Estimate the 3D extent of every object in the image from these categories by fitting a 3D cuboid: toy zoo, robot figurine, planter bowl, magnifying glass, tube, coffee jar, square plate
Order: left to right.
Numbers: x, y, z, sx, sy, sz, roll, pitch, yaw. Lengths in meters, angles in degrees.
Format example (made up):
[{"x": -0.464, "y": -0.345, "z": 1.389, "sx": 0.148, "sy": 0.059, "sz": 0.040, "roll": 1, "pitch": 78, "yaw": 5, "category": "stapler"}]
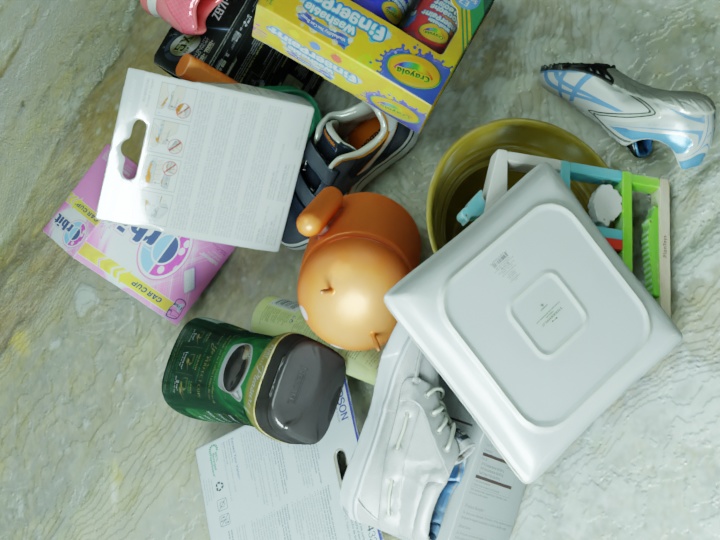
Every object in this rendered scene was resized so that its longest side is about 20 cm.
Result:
[{"x": -0.115, "y": -0.176, "z": 1.341, "sx": 0.022, "sy": 0.199, "sz": 0.080, "roll": 35, "pitch": 96, "yaw": 45, "category": "magnifying glass"}, {"x": -0.105, "y": 0.109, "z": 1.263, "sx": 0.199, "sy": 0.085, "sz": 0.105, "roll": 7, "pitch": 72, "yaw": 47, "category": "coffee jar"}, {"x": -0.024, "y": 0.074, "z": 1.286, "sx": 0.198, "sy": 0.052, "sz": 0.059, "roll": 15, "pitch": 86, "yaw": 36, "category": "tube"}, {"x": -0.001, "y": -0.001, "z": 1.224, "sx": 0.115, "sy": 0.201, "sz": 0.145, "roll": 3, "pitch": 118, "yaw": 4, "category": "robot figurine"}, {"x": 0.142, "y": -0.031, "z": 1.166, "sx": 0.083, "sy": 0.198, "sz": 0.203, "roll": 135, "pitch": 142, "yaw": -68, "category": "planter bowl"}, {"x": 0.151, "y": 0.039, "z": 1.068, "sx": 0.199, "sy": 0.028, "sz": 0.199, "roll": -39, "pitch": 92, "yaw": -18, "category": "square plate"}, {"x": 0.179, "y": -0.032, "z": 1.121, "sx": 0.020, "sy": 0.197, "sz": 0.133, "roll": 133, "pitch": 142, "yaw": -68, "category": "toy zoo"}]

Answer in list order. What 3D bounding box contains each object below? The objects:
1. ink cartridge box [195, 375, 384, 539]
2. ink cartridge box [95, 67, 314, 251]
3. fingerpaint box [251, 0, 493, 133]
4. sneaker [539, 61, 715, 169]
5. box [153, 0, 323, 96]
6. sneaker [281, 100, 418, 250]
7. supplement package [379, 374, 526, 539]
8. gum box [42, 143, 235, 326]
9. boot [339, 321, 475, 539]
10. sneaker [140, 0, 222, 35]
[{"x": -0.065, "y": 0.234, "z": 1.262, "sx": 0.199, "sy": 0.043, "sz": 0.198, "roll": -27, "pitch": 59, "yaw": 22, "category": "ink cartridge box"}, {"x": -0.160, "y": -0.114, "z": 1.301, "sx": 0.047, "sy": 0.198, "sz": 0.162, "roll": -130, "pitch": 53, "yaw": -63, "category": "ink cartridge box"}, {"x": 0.017, "y": -0.264, "z": 1.276, "sx": 0.199, "sy": 0.073, "sz": 0.168, "roll": 31, "pitch": 71, "yaw": 1, "category": "fingerpaint box"}, {"x": 0.239, "y": -0.149, "z": 1.182, "sx": 0.199, "sy": 0.071, "sz": 0.073, "roll": 30, "pitch": 118, "yaw": 44, "category": "sneaker"}, {"x": -0.104, "y": -0.267, "z": 1.390, "sx": 0.086, "sy": 0.163, "sz": 0.201, "roll": 32, "pitch": 93, "yaw": 37, "category": "box"}, {"x": -0.032, "y": -0.109, "z": 1.341, "sx": 0.200, "sy": 0.079, "sz": 0.079, "roll": -46, "pitch": 55, "yaw": 14, "category": "sneaker"}, {"x": 0.089, "y": 0.149, "z": 1.146, "sx": 0.113, "sy": 0.109, "sz": 0.202, "roll": 15, "pitch": 83, "yaw": 36, "category": "supplement package"}, {"x": -0.231, "y": -0.033, "z": 1.375, "sx": 0.066, "sy": 0.200, "sz": 0.114, "roll": 34, "pitch": 85, "yaw": 37, "category": "gum box"}, {"x": 0.058, "y": 0.127, "z": 1.073, "sx": 0.095, "sy": 0.073, "sz": 0.202, "roll": 17, "pitch": 87, "yaw": 26, "category": "boot"}, {"x": -0.137, "y": -0.327, "z": 1.301, "sx": 0.087, "sy": 0.074, "sz": 0.201, "roll": 42, "pitch": 101, "yaw": 21, "category": "sneaker"}]
